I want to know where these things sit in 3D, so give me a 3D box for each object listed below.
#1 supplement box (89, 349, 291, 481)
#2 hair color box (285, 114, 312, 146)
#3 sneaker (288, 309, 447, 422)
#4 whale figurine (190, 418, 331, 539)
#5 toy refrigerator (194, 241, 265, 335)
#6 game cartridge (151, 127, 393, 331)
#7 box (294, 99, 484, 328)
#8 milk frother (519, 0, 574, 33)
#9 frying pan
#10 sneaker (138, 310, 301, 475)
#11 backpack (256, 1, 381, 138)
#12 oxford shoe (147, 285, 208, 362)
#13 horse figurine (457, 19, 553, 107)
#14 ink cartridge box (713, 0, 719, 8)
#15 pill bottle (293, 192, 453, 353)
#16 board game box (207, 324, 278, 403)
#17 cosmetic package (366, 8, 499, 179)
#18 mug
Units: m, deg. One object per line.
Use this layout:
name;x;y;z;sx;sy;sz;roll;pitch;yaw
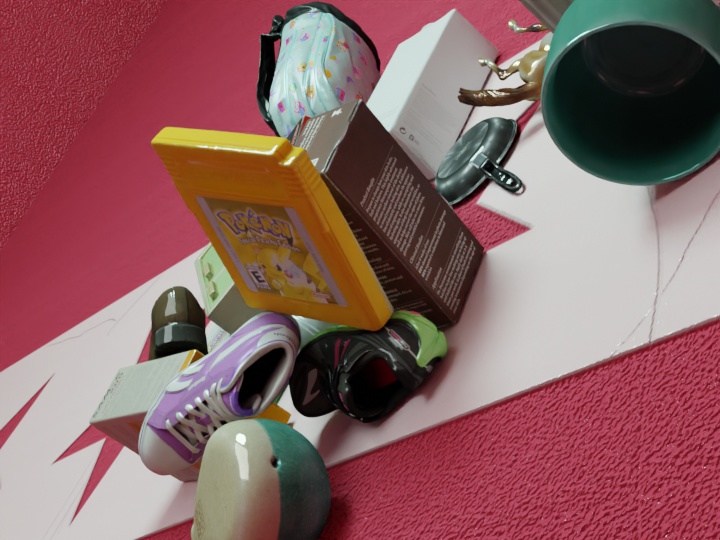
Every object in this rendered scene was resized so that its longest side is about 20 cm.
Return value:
supplement box;-0.176;0.151;1.702;0.200;0.126;0.074;-15;43;58
hair color box;-0.066;-0.074;1.673;0.200;0.061;0.102;138;151;-71
sneaker;-0.007;0.095;1.506;0.200;0.077;0.084;-29;23;49
whale figurine;-0.090;0.213;1.464;0.200;0.103;0.160;120;143;-50
toy refrigerator;-0.132;0.007;1.834;0.076;0.070;0.200;-50;19;8
game cartridge;-0.078;-0.037;1.466;0.176;0.200;0.032;9;50;43
box;0.019;-0.044;1.506;0.075;0.200;0.100;-15;36;39
milk frother;0.218;-0.277;1.524;0.181;0.188;0.200;-50;19;-4
frying pan;0.113;-0.097;1.679;0.115;0.031;0.190;-43;17;23
sneaker;-0.135;0.122;1.528;0.201;0.073;0.114;-48;13;11
backpack;-0.047;-0.233;2.111;0.126;0.167;0.201;-29;33;35
oxford shoe;-0.191;0.071;1.771;0.200;0.072;0.085;118;149;-64
horse figurine;0.185;-0.222;1.692;0.132;0.050;0.200;9;51;49
ink cartridge box;0.263;-0.274;1.397;0.117;0.200;0.067;-52;19;-7
pill bottle;0.000;0.000;1.626;0.200;0.104;0.104;-53;19;-9
board game box;-0.121;0.088;1.834;0.200;0.040;0.153;-20;35;56
cosmetic package;0.065;-0.184;1.869;0.113;0.081;0.200;-24;31;52
mug;0.241;-0.158;1.341;0.115;0.184;0.153;-74;-4;-52
